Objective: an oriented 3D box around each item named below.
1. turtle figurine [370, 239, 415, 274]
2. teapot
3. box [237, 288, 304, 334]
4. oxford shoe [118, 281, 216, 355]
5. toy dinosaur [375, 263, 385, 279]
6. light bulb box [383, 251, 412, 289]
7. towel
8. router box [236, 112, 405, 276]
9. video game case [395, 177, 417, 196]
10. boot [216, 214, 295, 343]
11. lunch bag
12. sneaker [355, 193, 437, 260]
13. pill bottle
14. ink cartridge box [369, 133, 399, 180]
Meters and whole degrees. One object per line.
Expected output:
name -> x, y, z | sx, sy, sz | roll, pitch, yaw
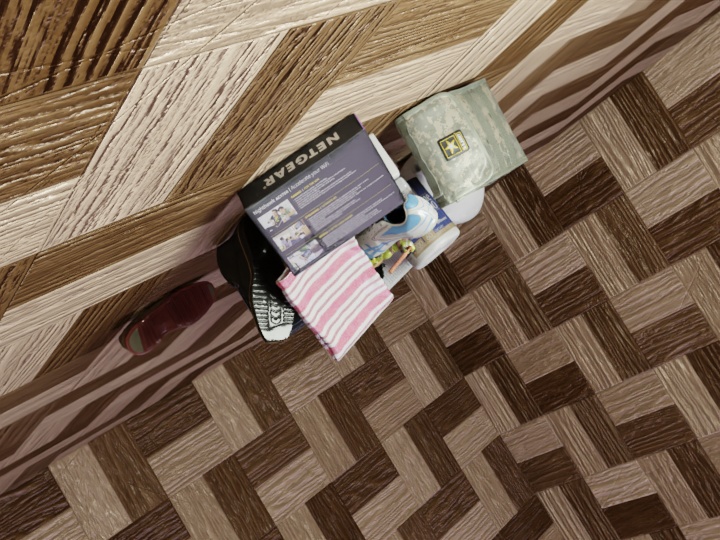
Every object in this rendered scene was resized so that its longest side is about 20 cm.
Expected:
turtle figurine -> 0.016, -0.023, 1.496 | 0.198, 0.065, 0.161 | -32, -172, 28
teapot -> 0.167, -0.196, 1.763 | 0.193, 0.149, 0.201 | -2, -151, -13
box -> -0.193, 0.078, 2.081 | 0.103, 0.149, 0.200 | -33, 176, 5
oxford shoe -> -0.353, 0.077, 1.579 | 0.199, 0.072, 0.074 | -33, -157, -31
toy dinosaur -> 0.000, 0.000, 1.645 | 0.100, 0.204, 0.136 | 1, 158, 5
light bulb box -> -0.005, -0.002, 1.797 | 0.200, 0.125, 0.198 | -45, -172, -1
towel -> -0.033, 0.032, 1.355 | 0.147, 0.201, 0.030 | -47, -142, -16
router box -> -0.052, -0.103, 1.225 | 0.198, 0.051, 0.150 | -33, 133, 2
video game case -> 0.005, -0.079, 1.462 | 0.199, 0.023, 0.182 | -37, 173, 7
boot -> -0.171, 0.028, 1.376 | 0.076, 0.204, 0.138 | 2, 160, -34
lunch bag -> 0.160, -0.206, 1.433 | 0.199, 0.166, 0.117 | -29, -179, -44
sneaker -> 0.041, -0.072, 1.381 | 0.199, 0.072, 0.073 | -24, -149, 50
pill bottle -> 0.084, -0.112, 1.624 | 0.110, 0.201, 0.111 | -38, 173, -6
ink cartridge box -> -0.053, -0.116, 1.386 | 0.198, 0.085, 0.145 | -31, 174, -25
